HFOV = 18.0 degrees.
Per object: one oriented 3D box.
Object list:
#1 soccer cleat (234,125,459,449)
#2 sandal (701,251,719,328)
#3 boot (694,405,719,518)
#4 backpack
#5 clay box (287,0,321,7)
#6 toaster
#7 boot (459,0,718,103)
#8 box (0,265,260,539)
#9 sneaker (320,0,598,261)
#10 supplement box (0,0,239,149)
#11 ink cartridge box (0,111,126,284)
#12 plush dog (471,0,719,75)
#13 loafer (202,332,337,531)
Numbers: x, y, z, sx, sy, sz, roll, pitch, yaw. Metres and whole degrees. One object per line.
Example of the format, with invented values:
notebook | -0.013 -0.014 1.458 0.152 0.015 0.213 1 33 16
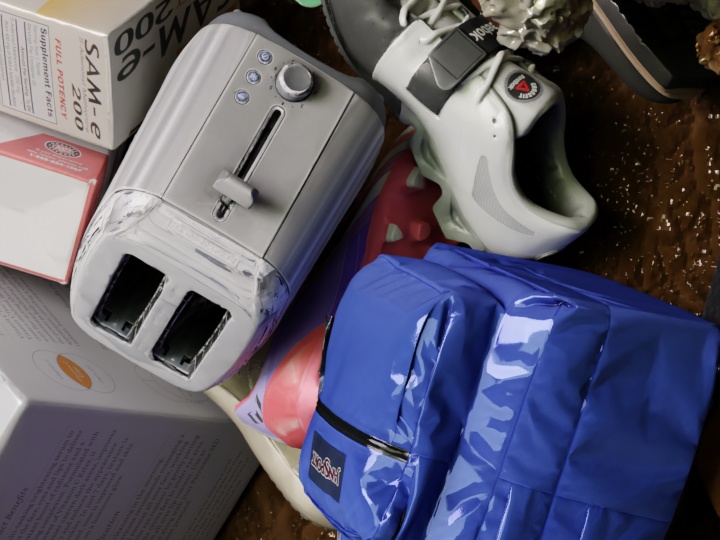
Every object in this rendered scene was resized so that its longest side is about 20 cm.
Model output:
soccer cleat | 0.000 0.000 1.164 0.076 0.067 0.201 3 61 42
sandal | 0.207 -0.050 1.050 0.075 0.045 0.201 -154 80 -76
boot | 0.177 0.146 1.038 0.188 0.068 0.201 -37 59 34
backpack | 0.057 0.098 1.070 0.162 0.167 0.201 -147 69 -71
clay box | -0.054 -0.238 1.244 0.115 0.048 0.200 -46 74 1
toaster | -0.073 -0.027 1.135 0.130 0.113 0.200 -61 6 -27
boot | 0.088 -0.126 1.156 0.139 0.077 0.201 -53 52 33
box | -0.172 0.076 1.237 0.152 0.199 0.107 44 111 35
sneaker | 0.055 -0.096 1.111 0.088 0.074 0.201 -13 114 49
supplement box | -0.180 -0.150 1.221 0.199 0.126 0.074 19 131 23
ink cartridge box | -0.193 -0.073 1.272 0.116 0.200 0.068 17 113 -3
plush dog | 0.142 -0.181 1.039 0.160 0.171 0.201 -37 38 31
loafer | -0.045 0.051 1.226 0.200 0.076 0.068 48 111 22
